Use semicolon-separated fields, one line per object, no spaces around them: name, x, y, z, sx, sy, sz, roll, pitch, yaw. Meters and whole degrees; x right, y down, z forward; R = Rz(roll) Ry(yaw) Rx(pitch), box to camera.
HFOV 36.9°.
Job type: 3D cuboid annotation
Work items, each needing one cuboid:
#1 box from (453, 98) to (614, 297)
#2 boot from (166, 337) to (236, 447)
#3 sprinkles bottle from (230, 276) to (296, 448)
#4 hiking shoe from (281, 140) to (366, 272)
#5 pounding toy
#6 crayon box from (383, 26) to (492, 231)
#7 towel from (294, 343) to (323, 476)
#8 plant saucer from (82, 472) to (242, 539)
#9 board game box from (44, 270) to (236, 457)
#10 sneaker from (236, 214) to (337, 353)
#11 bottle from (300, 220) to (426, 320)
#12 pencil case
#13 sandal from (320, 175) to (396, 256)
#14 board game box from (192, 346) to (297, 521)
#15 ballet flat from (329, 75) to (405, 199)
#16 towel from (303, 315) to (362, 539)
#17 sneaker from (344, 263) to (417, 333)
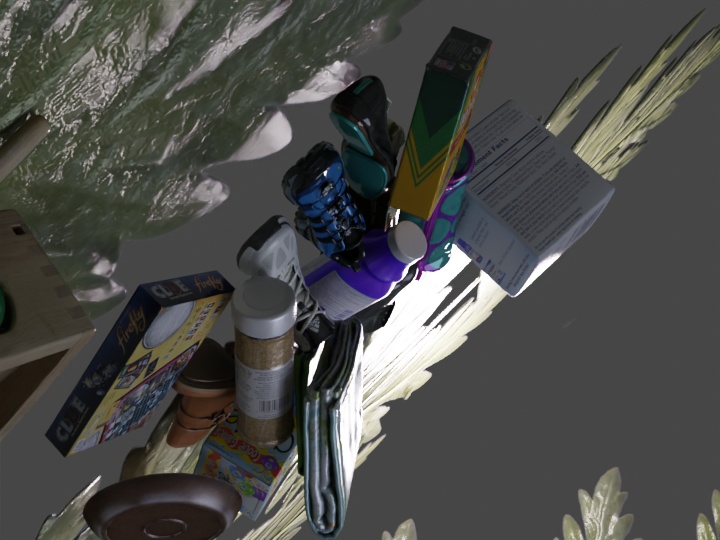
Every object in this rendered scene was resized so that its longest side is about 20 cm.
box;0.207;-0.101;1.481;0.184;0.200;0.105;-38;164;-31
boot;-0.189;0.153;1.275;0.155;0.074;0.199;-48;161;22
sprinkles bottle;-0.103;0.102;1.162;0.068;0.068;0.201;-36;144;-37
hiking shoe;-0.026;-0.068;1.139;0.074;0.087;0.200;-45;164;-10
pounding toy;-0.271;0.027;0.666;0.200;0.143;0.184;-44;168;29
crayon box;0.083;-0.146;1.171;0.127;0.050;0.201;-60;168;-54
towel;-0.050;0.147;1.313;0.200;0.030;0.151;-61;149;-77
plant saucer;-0.246;0.311;1.354;0.198;0.032;0.201;-6;144;-4
board game box;-0.222;0.092;1.097;0.201;0.035;0.135;-54;164;20
sneaker;-0.068;0.020;1.185;0.076;0.115;0.201;-43;164;-16
bottle;0.000;0.000;1.275;0.200;0.083;0.066;-32;-146;48
pencil case;0.090;-0.083;1.388;0.201;0.084;0.093;98;3;-52
sandal;0.005;-0.062;1.299;0.201;0.081;0.055;105;6;-50
board game box;-0.123;0.209;1.435;0.200;0.102;0.105;-55;173;-40
ballet flat;0.014;-0.139;1.125;0.069;0.068;0.200;-54;167;-12
towel;-0.027;0.176;1.234;0.172;0.048;0.202;-70;163;-60
sneaker;0.017;0.033;1.409;0.090;0.067;0.199;21;142;-35
